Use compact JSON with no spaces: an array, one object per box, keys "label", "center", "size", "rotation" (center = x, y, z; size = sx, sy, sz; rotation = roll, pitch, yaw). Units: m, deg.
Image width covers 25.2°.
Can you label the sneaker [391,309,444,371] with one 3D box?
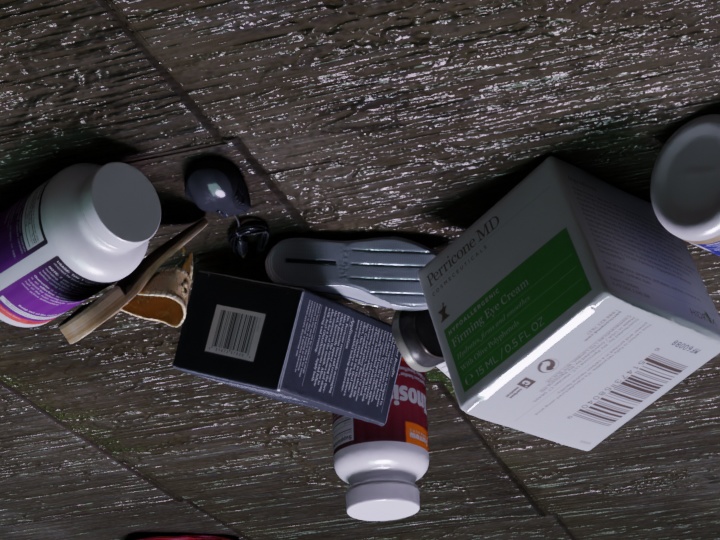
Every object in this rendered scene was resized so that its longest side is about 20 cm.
[{"label":"sneaker","center":[0.114,0.042,1.692],"size":[0.106,0.076,0.199],"rotation":[-28,177,31]}]

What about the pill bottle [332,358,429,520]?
[{"label":"pill bottle","center":[0.023,0.181,1.871],"size":[0.111,0.203,0.113],"rotation":[-2,156,-1]}]

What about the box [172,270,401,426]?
[{"label":"box","center":[-0.070,0.082,1.688],"size":[0.147,0.108,0.199],"rotation":[9,171,36]}]

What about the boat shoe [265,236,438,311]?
[{"label":"boat shoe","center":[0.000,0.000,1.656],"size":[0.197,0.073,0.062],"rotation":[9,172,-5]}]

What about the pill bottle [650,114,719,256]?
[{"label":"pill bottle","center":[0.367,-0.060,1.481],"size":[0.199,0.117,0.115],"rotation":[19,148,-40]}]

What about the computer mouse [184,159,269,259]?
[{"label":"computer mouse","center":[-0.126,-0.049,1.560],"size":[0.058,0.034,0.200],"rotation":[-7,155,9]}]

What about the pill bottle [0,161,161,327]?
[{"label":"pill bottle","center":[-0.272,-0.028,1.498],"size":[0.112,0.114,0.199],"rotation":[19,149,-38]}]

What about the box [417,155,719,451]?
[{"label":"box","center":[0.202,0.036,1.553],"size":[0.199,0.173,0.199],"rotation":[21,130,-39]}]

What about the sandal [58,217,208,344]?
[{"label":"sandal","center":[-0.198,0.030,1.527],"size":[0.077,0.070,0.212],"rotation":[-27,-170,40]}]

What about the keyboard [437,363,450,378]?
[{"label":"keyboard","center":[0.170,0.084,1.775],"size":[0.199,0.011,0.056],"rotation":[-29,115,39]}]

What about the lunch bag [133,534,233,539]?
[{"label":"lunch bag","center":[-0.301,0.498,2.679],"size":[0.197,0.083,0.176],"rotation":[4,155,-15]}]
